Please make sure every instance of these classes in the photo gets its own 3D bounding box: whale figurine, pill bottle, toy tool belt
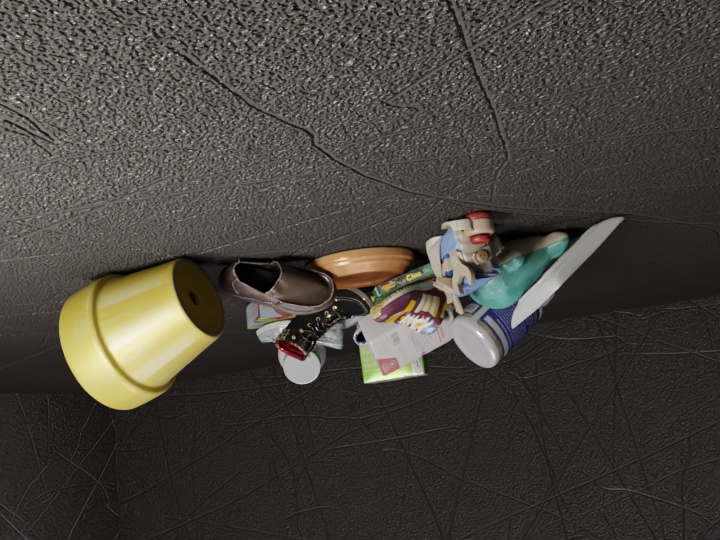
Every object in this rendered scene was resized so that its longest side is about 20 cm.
[{"bbox_3d":[0.279,-0.001,1.261,0.196,0.106,0.159,-21,171,6],"label":"whale figurine"},{"bbox_3d":[-0.134,0.173,1.645,0.110,0.116,0.201,-7,-159,-1],"label":"pill bottle"},{"bbox_3d":[0.274,0.079,1.360,0.199,0.116,0.116,-40,-178,-21],"label":"pill bottle"},{"bbox_3d":[0.172,-0.005,1.122,0.122,0.126,0.200,-6,169,-9],"label":"toy tool belt"}]

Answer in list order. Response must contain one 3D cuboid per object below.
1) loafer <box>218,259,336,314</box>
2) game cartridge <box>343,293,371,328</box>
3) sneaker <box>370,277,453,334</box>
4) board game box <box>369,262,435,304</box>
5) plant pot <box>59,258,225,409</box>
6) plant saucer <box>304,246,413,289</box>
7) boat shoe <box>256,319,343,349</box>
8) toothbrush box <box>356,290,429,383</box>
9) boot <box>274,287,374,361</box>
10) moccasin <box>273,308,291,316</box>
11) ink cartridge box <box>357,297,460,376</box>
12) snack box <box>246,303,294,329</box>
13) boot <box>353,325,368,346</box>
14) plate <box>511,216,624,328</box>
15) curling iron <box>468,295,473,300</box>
[{"bbox_3d":[-0.128,0.025,1.155,0.195,0.075,0.071,5,161,-18],"label":"loafer"},{"bbox_3d":[0.039,0.065,1.488,0.132,0.042,0.199,-27,175,-38],"label":"game cartridge"},{"bbox_3d":[0.101,0.074,1.269,0.198,0.092,0.074,-18,170,-45],"label":"sneaker"},{"bbox_3d":[0.113,0.008,1.289,0.196,0.024,0.105,-23,174,-10],"label":"board game box"},{"bbox_3d":[-0.316,0.080,1.086,0.186,0.204,0.200,-28,164,16],"label":"plant pot"},{"bbox_3d":[0.000,0.000,1.266,0.195,0.038,0.200,-7,169,-1],"label":"plant saucer"},{"bbox_3d":[-0.129,0.139,1.514,0.197,0.067,0.074,-5,169,16],"label":"boat shoe"},{"bbox_3d":[0.070,0.146,1.633,0.142,0.205,0.086,-9,169,12],"label":"toothbrush box"},{"bbox_3d":[-0.072,0.101,1.381,0.198,0.151,0.074,4,137,49],"label":"boot"},{"bbox_3d":[-0.125,0.038,1.302,0.076,0.076,0.202,-1,161,11],"label":"moccasin"},{"bbox_3d":[0.106,0.108,1.409,0.197,0.068,0.118,-27,134,-6],"label":"ink cartridge box"},{"bbox_3d":[-0.141,0.083,1.552,0.195,0.054,0.142,-4,169,-20],"label":"snack box"},{"bbox_3d":[0.078,0.107,1.478,0.197,0.075,0.095,-29,180,24],"label":"boot"},{"bbox_3d":[0.348,-0.001,1.242,0.199,0.032,0.201,-42,170,-24],"label":"plate"},{"bbox_3d":[0.222,0.036,1.416,0.049,0.026,0.199,-21,167,16],"label":"curling iron"}]
